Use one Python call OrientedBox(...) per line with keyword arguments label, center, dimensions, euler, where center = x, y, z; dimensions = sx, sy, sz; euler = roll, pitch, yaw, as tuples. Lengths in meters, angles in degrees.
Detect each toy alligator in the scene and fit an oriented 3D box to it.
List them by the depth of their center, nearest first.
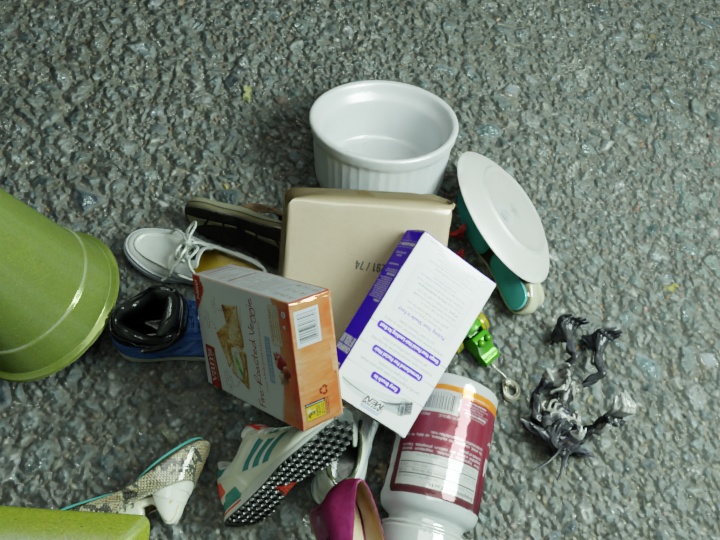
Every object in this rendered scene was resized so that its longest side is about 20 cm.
OrientedBox(label="toy alligator", center=(0.144, 0.082, 0.971), dimensions=(0.059, 0.054, 0.200), euler=(-35, 74, -20))

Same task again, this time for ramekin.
OrientedBox(label="ramekin", center=(0.028, -0.165, 1.016), dimensions=(0.197, 0.099, 0.202), euler=(3, 42, -3))

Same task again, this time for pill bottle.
OrientedBox(label="pill bottle", center=(0.087, 0.230, 0.862), dimensions=(0.113, 0.114, 0.202), euler=(16, 64, 0))

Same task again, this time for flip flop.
OrientedBox(label="flip flop", center=(-0.135, -0.059, 0.996), dimensions=(0.198, 0.082, 0.058), euler=(19, 49, 7))

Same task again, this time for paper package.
OrientedBox(label="paper package", center=(0.000, 0.000, 0.917), dimensions=(0.197, 0.104, 0.194), euler=(3, 102, -10))

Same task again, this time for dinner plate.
OrientedBox(label="dinner plate", center=(0.199, -0.077, 1.001), dimensions=(0.199, 0.024, 0.202), euler=(32, 40, -32))

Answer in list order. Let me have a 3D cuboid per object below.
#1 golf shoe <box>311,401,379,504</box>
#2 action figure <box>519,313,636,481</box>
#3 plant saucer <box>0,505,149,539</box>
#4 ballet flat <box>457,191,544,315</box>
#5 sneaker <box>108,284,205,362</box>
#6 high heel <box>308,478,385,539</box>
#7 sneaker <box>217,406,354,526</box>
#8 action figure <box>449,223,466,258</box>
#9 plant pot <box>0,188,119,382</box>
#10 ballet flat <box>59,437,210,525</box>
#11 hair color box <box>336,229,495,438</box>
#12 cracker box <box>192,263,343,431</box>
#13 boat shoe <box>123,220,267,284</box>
OrientedBox(label="golf shoe", center=(-0.008, 0.176, 0.885), dimensions=(0.077, 0.098, 0.202), euler=(9, 63, -2))
OrientedBox(label="action figure", center=(0.267, 0.153, 0.930), dimensions=(0.118, 0.102, 0.202), euler=(23, 62, -9))
OrientedBox(label="plant saucer", center=(-0.325, 0.348, 0.756), dimensions=(0.197, 0.048, 0.203), euler=(5, 84, -5))
OrientedBox(label="ballet flat", center=(0.197, -0.031, 1.032), dimensions=(0.069, 0.070, 0.202), euler=(-16, 70, -14))
OrientedBox(label="sneaker", center=(-0.200, 0.063, 0.901), dimensions=(0.197, 0.111, 0.078), euler=(-3, 70, -9))
OrientedBox(label="high heel", center=(0.016, 0.316, 0.768), dimensions=(0.067, 0.096, 0.201), euler=(-20, 70, -44))
OrientedBox(label="sneaker", center=(-0.095, 0.196, 0.836), dimensions=(0.200, 0.070, 0.094), euler=(-45, 51, 20))
OrientedBox(label="action figure", center=(0.045, -0.056, 1.028), dimensions=(0.197, 0.052, 0.066), euler=(8, 68, -1))
OrientedBox(label="plant pot", center=(-0.404, -0.007, 0.832), dimensions=(0.197, 0.191, 0.202), euler=(-7, 58, 12))
OrientedBox(label="ballet flat", center=(-0.245, 0.264, 0.827), dimensions=(0.198, 0.068, 0.076), euler=(-26, 58, -13))
OrientedBox(label="hair color box", center=(0.050, 0.068, 0.838), dimensions=(0.109, 0.065, 0.201), euler=(34, 83, -17))
OrientedBox(label="cracker box", center=(-0.105, 0.076, 0.812), dimensions=(0.057, 0.199, 0.136), euler=(-17, 108, -36))
OrientedBox(label="boat shoe", center=(-0.209, -0.015, 0.952), dimensions=(0.200, 0.086, 0.075), euler=(22, 64, 3))
